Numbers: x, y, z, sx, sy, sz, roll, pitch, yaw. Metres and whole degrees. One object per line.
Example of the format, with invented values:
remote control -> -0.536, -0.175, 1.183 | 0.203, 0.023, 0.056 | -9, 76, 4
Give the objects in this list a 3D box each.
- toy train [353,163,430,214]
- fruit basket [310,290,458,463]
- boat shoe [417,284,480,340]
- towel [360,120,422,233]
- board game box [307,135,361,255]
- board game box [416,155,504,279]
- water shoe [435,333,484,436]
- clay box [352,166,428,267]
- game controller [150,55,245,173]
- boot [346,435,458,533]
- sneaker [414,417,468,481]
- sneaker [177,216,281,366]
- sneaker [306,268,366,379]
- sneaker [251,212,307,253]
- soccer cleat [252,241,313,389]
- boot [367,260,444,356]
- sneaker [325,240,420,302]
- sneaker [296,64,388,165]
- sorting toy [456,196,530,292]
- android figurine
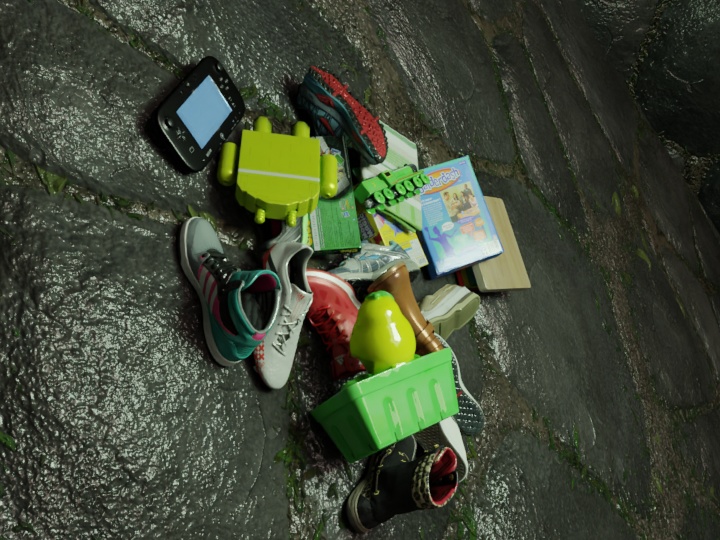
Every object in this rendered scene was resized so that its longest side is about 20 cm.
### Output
toy train -> 0.055, -0.144, 1.351 | 0.057, 0.042, 0.199 | 51, 36, 8
fruit basket -> 0.030, 0.143, 1.135 | 0.211, 0.155, 0.221 | 14, 60, -26
boat shoe -> 0.128, 0.087, 1.405 | 0.198, 0.068, 0.076 | -28, 137, -39
towel -> 0.049, -0.177, 1.420 | 0.147, 0.030, 0.204 | 27, 48, -34
board game box -> -0.061, -0.122, 1.273 | 0.102, 0.024, 0.205 | -2, 68, -14
board game box -> 0.172, -0.103, 1.523 | 0.149, 0.045, 0.205 | -17, 81, -16
water shoe -> 0.139, 0.196, 1.359 | 0.071, 0.079, 0.203 | -31, 101, -15
clay box -> 0.040, -0.086, 1.411 | 0.114, 0.047, 0.204 | -18, 83, -55
game controller -> -0.230, -0.228, 1.148 | 0.105, 0.042, 0.202 | 49, 39, -22
boot -> 0.076, 0.289, 1.148 | 0.074, 0.149, 0.200 | 58, 35, -7
sneaker -> 0.114, 0.249, 1.309 | 0.204, 0.072, 0.085 | 63, 12, 0
sneaker -> -0.165, 0.010, 1.025 | 0.083, 0.119, 0.205 | -9, 77, -53
sneaker -> -0.037, 0.088, 1.184 | 0.198, 0.077, 0.118 | 34, 44, -35
sneaker -> -0.119, -0.104, 1.190 | 0.083, 0.076, 0.205 | 30, 47, -44
soccer cleat -> -0.103, 0.058, 1.087 | 0.068, 0.084, 0.206 | 19, 70, -46
boot -> 0.083, 0.081, 1.226 | 0.156, 0.073, 0.201 | 54, -8, 20
sneaker -> 0.000, 0.000, 1.285 | 0.196, 0.078, 0.087 | -10, 57, -38
sneaker -> -0.033, -0.252, 1.363 | 0.201, 0.096, 0.079 | 50, 38, 6
sorting toy -> 0.252, -0.047, 1.645 | 0.196, 0.069, 0.205 | 0, 69, -52
android figurine -> -0.120, -0.144, 1.160 | 0.177, 0.042, 0.204 | 5, 51, -10
